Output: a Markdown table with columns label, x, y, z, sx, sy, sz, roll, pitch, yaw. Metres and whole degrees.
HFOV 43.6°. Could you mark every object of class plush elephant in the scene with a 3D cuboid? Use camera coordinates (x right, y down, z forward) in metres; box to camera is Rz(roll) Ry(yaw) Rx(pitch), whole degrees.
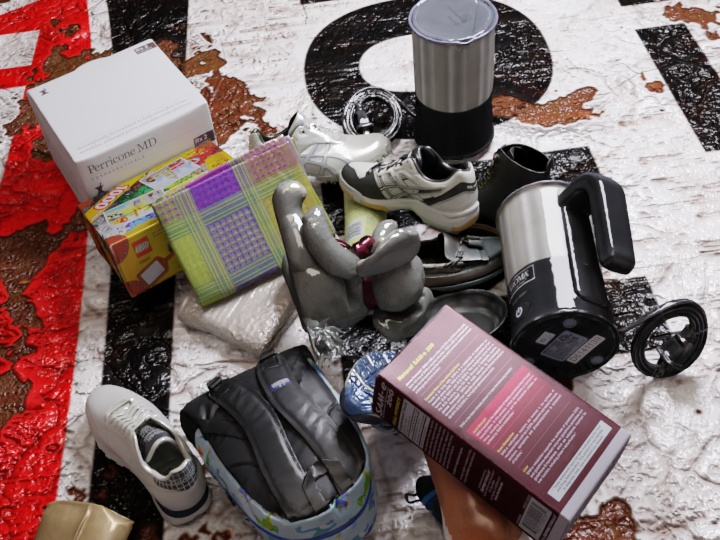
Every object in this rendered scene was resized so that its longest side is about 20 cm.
| label | x | y | z | sx | sy | sz | roll | pitch | yaw |
| --- | --- | --- | --- | --- | --- | --- | --- | --- | --- |
| plush elephant | 0.000 | 0.000 | 0.978 | 0.151 | 0.167 | 0.202 | -14 | 50 | -9 |

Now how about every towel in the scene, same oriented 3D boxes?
| label | x | y | z | sx | sy | sz | roll | pitch | yaw |
| --- | --- | --- | --- | --- | --- | --- | --- | --- | --- |
| towel | -0.118 | 0.010 | 1.109 | 0.130 | 0.035 | 0.201 | 19 | 52 | 23 |
| towel | -0.135 | -0.061 | 1.083 | 0.197 | 0.146 | 0.023 | -29 | 7 | -20 |

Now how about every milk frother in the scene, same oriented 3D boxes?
| label | x | y | z | sx | sy | sz | roll | pitch | yaw |
| --- | --- | --- | --- | --- | --- | --- | --- | --- | --- |
| milk frother | 0.263 | 0.014 | 0.999 | 0.179 | 0.198 | 0.191 | -33 | 39 | 34 |
| milk frother | 0.076 | -0.262 | 1.224 | 0.197 | 0.191 | 0.181 | -24 | 48 | -16 |

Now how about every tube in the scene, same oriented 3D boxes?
| label | x | y | z | sx | sy | sz | roll | pitch | yaw |
| --- | --- | --- | --- | --- | --- | --- | --- | --- | --- |
| tube | 0.008 | -0.077 | 1.171 | 0.057 | 0.052 | 0.202 | 29 | 35 | -22 |

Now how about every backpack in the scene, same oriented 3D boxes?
| label | x | y | z | sx | sy | sz | roll | pitch | yaw |
| --- | --- | --- | --- | --- | --- | --- | --- | --- | --- |
| backpack | -0.063 | 0.187 | 0.879 | 0.161 | 0.157 | 0.199 | -26 | 28 | -24 |

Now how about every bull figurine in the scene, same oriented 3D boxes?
| label | x | y | z | sx | sy | sz | roll | pitch | yaw |
| --- | --- | --- | --- | --- | --- | --- | --- | --- | --- |
| bull figurine | 0.115 | 0.204 | 0.807 | 0.119 | 0.066 | 0.203 | -16 | 56 | -2 |

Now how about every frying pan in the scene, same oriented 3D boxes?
| label | x | y | z | sx | sy | sz | roll | pitch | yaw |
| --- | --- | --- | --- | --- | --- | --- | --- | --- | --- |
| frying pan | 0.077 | 0.066 | 1.028 | 0.185 | 0.032 | 0.116 | -13 | 28 | 7 |

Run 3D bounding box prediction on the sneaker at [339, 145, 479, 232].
| label | x | y | z | sx | sy | sz | roll | pitch | yaw |
| --- | --- | --- | --- | --- | --- | --- | --- | --- | --- |
| sneaker | 0.061 | -0.119 | 1.115 | 0.196 | 0.089 | 0.076 | 17 | 38 | 27 |

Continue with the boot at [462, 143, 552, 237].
| label | x | y | z | sx | sy | sz | roll | pitch | yaw |
| --- | --- | --- | --- | --- | --- | --- | --- | --- | --- |
| boot | 0.153 | -0.115 | 1.123 | 0.196 | 0.140 | 0.078 | 19 | 51 | 23 |

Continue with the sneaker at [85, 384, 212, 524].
| label | x | y | z | sx | sy | sz | roll | pitch | yaw |
| --- | --- | --- | --- | --- | --- | --- | --- | --- | --- |
| sneaker | -0.226 | 0.171 | 0.940 | 0.198 | 0.082 | 0.076 | 33 | 59 | 33 |

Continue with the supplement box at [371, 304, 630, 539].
| label | x | y | z | sx | sy | sz | roll | pitch | yaw |
| --- | --- | --- | --- | --- | --- | --- | --- | --- | --- |
| supplement box | 0.117 | 0.131 | 0.777 | 0.199 | 0.062 | 0.108 | 36 | 54 | 22 |

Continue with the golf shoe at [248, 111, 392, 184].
| label | x | y | z | sx | sy | sz | roll | pitch | yaw |
| --- | --- | --- | --- | --- | --- | --- | --- | --- | --- |
| golf shoe | -0.056 | -0.167 | 1.205 | 0.195 | 0.099 | 0.079 | -15 | 25 | -3 |

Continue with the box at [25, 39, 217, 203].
| label | x | y | z | sx | sy | sz | roll | pitch | yaw |
| --- | --- | --- | --- | --- | --- | --- | --- | --- | --- |
| box | -0.325 | -0.191 | 1.251 | 0.196 | 0.132 | 0.200 | -28 | 50 | -19 |

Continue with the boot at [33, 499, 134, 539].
| label | x | y | z | sx | sy | sz | roll | pitch | yaw |
| --- | --- | --- | --- | --- | --- | --- | --- | --- | --- |
| boot | -0.252 | 0.315 | 0.820 | 0.171 | 0.067 | 0.203 | 5 | 47 | 10 |

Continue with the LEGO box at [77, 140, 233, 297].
| label | x | y | z | sx | sy | sz | roll | pitch | yaw |
| --- | --- | --- | --- | --- | --- | --- | --- | --- | --- |
| LEGO box | -0.238 | -0.071 | 1.144 | 0.198 | 0.078 | 0.148 | -30 | 36 | -20 |

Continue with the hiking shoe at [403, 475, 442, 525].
| label | x | y | z | sx | sy | sz | roll | pitch | yaw |
| --- | --- | --- | --- | --- | --- | --- | --- | --- | --- |
| hiking shoe | 0.136 | 0.175 | 0.898 | 0.086 | 0.075 | 0.199 | 34 | 59 | 27 |

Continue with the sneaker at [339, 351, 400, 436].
| label | x | y | z | sx | sy | sz | roll | pitch | yaw |
| --- | --- | --- | --- | --- | --- | --- | --- | --- | --- |
| sneaker | 0.033 | 0.132 | 0.901 | 0.077 | 0.086 | 0.199 | 44 | 22 | 21 |

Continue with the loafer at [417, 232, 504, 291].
| label | x | y | z | sx | sy | sz | roll | pitch | yaw |
| --- | --- | --- | --- | --- | --- | --- | --- | --- | --- |
| loafer | 0.090 | -0.014 | 1.078 | 0.195 | 0.064 | 0.072 | -14 | 31 | -10 |
